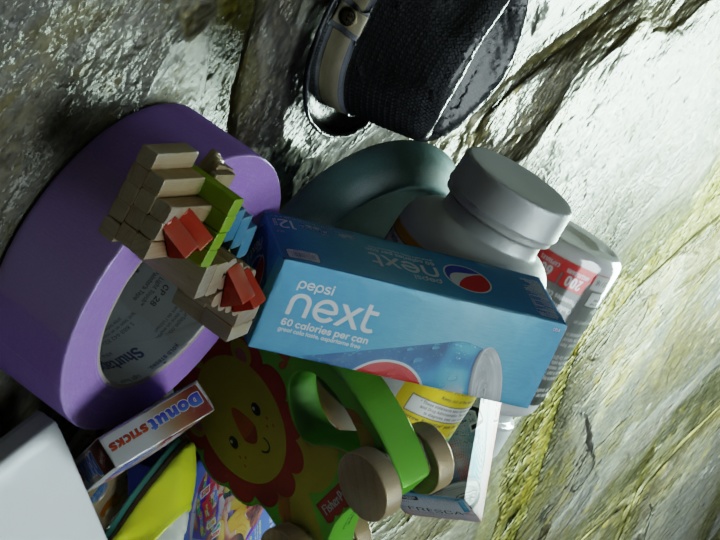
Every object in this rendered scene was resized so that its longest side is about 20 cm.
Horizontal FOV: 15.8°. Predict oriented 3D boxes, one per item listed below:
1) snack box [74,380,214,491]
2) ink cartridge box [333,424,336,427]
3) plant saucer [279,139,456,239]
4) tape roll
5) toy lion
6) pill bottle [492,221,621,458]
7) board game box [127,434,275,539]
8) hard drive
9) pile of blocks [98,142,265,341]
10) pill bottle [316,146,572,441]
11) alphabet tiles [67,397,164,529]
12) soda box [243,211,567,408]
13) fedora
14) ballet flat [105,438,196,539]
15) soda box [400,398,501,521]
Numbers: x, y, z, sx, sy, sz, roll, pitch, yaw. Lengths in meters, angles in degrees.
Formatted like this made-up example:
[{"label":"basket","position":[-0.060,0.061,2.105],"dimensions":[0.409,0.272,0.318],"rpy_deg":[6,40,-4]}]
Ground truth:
[{"label":"snack box","position":[-0.143,0.109,1.649],"dimensions":[0.072,0.024,0.200],"rpy_deg":[-30,178,-15]},{"label":"ink cartridge box","position":[-0.006,0.111,1.939],"dimensions":[0.200,0.067,0.117],"rpy_deg":[-33,127,-69]},{"label":"plant saucer","position":[0.000,0.000,1.791],"dimensions":[0.200,0.027,0.200],"rpy_deg":[-29,142,-26]},{"label":"tape roll","position":[-0.138,-0.002,1.590],"dimensions":[0.200,0.066,0.200],"rpy_deg":[-45,158,-24]},{"label":"toy lion","position":[-0.047,0.102,1.715],"dimensions":[0.069,0.192,0.200],"rpy_deg":[-24,167,-36]},{"label":"pill bottle","position":[0.122,0.050,2.161],"dimensions":[0.200,0.114,0.114],"rpy_deg":[-60,159,12]},{"label":"board game box","position":[-0.109,0.190,1.883],"dimensions":[0.134,0.045,0.200],"rpy_deg":[-40,140,-46]},{"label":"hard drive","position":[-0.252,0.194,1.611],"dimensions":[0.200,0.027,0.132],"rpy_deg":[-38,134,-24]},{"label":"pile of blocks","position":[-0.082,-0.015,1.512],"dimensions":[0.082,0.062,0.200],"rpy_deg":[-52,160,-6]},{"label":"pill bottle","position":[0.055,0.021,1.748],"dimensions":[0.200,0.113,0.113],"rpy_deg":[-58,159,16]},{"label":"alphabet tiles","position":[-0.204,0.160,1.772],"dimensions":[0.200,0.008,0.167],"rpy_deg":[-54,159,-3]},{"label":"soda box","position":[0.024,0.026,1.638],"dimensions":[0.200,0.064,0.068],"rpy_deg":[14,115,-22]},{"label":"fedora","position":[0.051,-0.159,1.717],"dimensions":[0.201,0.092,0.201],"rpy_deg":[-45,158,-24]},{"label":"ballet flat","position":[-0.160,0.205,1.727],"dimensions":[0.200,0.067,0.067],"rpy_deg":[-49,175,-17]},{"label":"soda box","position":[0.072,0.085,1.963],"dimensions":[0.068,0.064,0.200],"rpy_deg":[55,42,-65]}]
